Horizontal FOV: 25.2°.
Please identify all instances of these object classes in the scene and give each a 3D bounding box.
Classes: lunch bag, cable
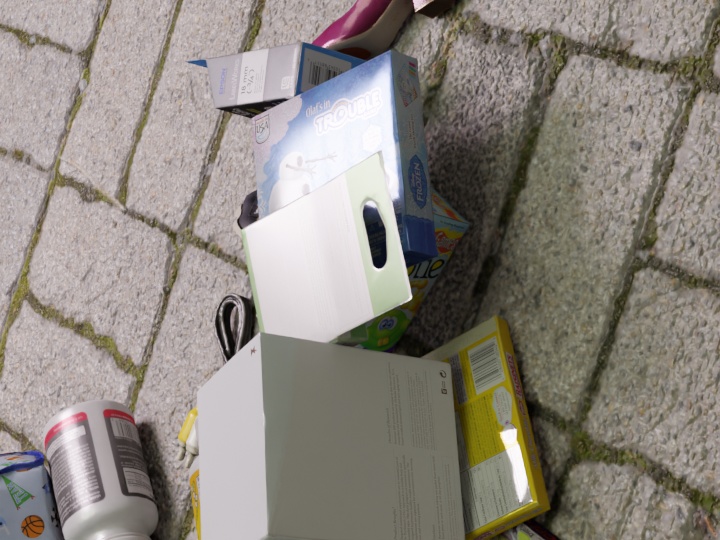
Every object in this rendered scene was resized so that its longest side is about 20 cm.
[{"bbox_3d":[-0.421,0.308,1.943,0.200,0.123,0.171,176,85,-80],"label":"lunch bag"},{"bbox_3d":[-0.151,0.124,1.788,0.097,0.050,0.201,6,85,44],"label":"cable"}]

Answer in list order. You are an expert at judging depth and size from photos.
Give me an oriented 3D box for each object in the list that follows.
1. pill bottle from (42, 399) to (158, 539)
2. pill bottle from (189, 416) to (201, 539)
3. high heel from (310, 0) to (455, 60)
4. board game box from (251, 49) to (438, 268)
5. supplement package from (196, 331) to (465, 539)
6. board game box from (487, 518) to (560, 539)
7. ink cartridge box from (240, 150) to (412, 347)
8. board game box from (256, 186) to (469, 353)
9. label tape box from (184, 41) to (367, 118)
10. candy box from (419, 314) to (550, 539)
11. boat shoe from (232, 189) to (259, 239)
[{"bbox_3d":[-0.296,0.260,1.864,0.111,0.110,0.201,-42,51,32],"label":"pill bottle"},{"bbox_3d":[-0.118,0.244,1.674,0.113,0.113,0.201,-33,57,37],"label":"pill bottle"},{"bbox_3d":[0.012,-0.286,1.712,0.199,0.067,0.096,-23,68,27],"label":"high heel"},{"bbox_3d":[-0.020,-0.084,1.550,0.200,0.043,0.200,-21,66,41],"label":"board game box"},{"bbox_3d":[-0.030,0.183,1.469,0.147,0.199,0.192,-42,45,51],"label":"supplement package"},{"bbox_3d":[0.094,0.255,1.505,0.200,0.032,0.120,34,108,47],"label":"board game box"},{"bbox_3d":[-0.022,-0.005,1.473,0.200,0.048,0.146,-26,68,39],"label":"ink cartridge box"},{"bbox_3d":[0.000,0.000,1.618,0.105,0.103,0.200,47,114,43],"label":"board game box"},{"bbox_3d":[-0.077,-0.189,1.725,0.200,0.144,0.064,-1,81,48],"label":"label tape box"},{"bbox_3d":[0.110,0.149,1.491,0.102,0.026,0.201,-33,49,31],"label":"candy box"},{"bbox_3d":[-0.092,-0.053,1.721,0.063,0.073,0.200,-49,17,6],"label":"boat shoe"}]
